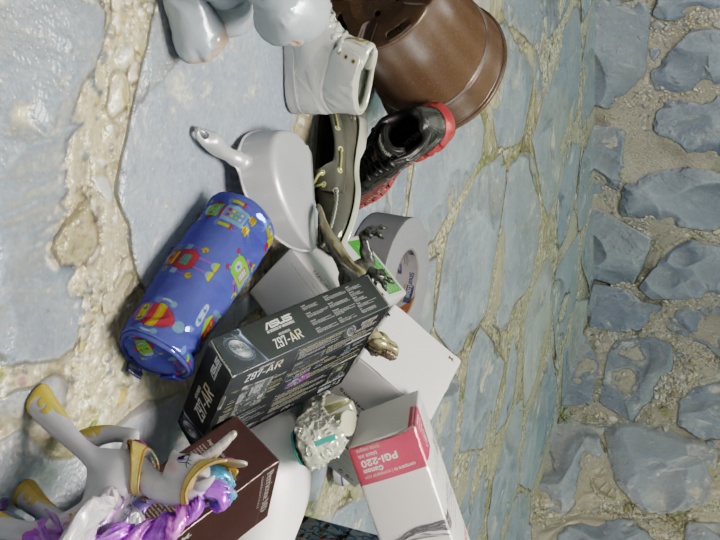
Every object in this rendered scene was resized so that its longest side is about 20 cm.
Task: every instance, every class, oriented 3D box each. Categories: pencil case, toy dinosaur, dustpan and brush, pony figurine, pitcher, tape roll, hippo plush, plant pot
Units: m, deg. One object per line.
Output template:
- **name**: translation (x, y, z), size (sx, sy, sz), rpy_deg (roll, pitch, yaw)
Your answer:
- **pencil case**: translation (-0.156, 0.017, 0.833), size (0.202, 0.077, 0.088), rpy_deg (-63, 144, -35)
- **toy dinosaur**: translation (0.000, 0.000, 0.936), size (0.047, 0.088, 0.203), rpy_deg (-11, 73, -38)
- **dustpan and brush**: translation (-0.111, -0.111, 0.925), size (0.200, 0.056, 0.142), rpy_deg (45, 38, -64)
- **pony figurine**: translation (-0.200, 0.190, 0.642), size (0.168, 0.196, 0.195), rpy_deg (69, 37, -50)
- **pitcher**: translation (-0.128, 0.267, 0.952), size (0.120, 0.170, 0.204), rpy_deg (16, 64, -34)
- **tape roll**: translation (0.043, 0.015, 1.310), size (0.200, 0.065, 0.205), rpy_deg (8, 90, -67)
- **hippo plush**: translation (-0.098, -0.284, 0.756), size (0.201, 0.158, 0.161), rpy_deg (65, 41, -53)
- **plant pot**: translation (0.069, -0.313, 1.119), size (0.198, 0.197, 0.204), rpy_deg (31, 70, -56)

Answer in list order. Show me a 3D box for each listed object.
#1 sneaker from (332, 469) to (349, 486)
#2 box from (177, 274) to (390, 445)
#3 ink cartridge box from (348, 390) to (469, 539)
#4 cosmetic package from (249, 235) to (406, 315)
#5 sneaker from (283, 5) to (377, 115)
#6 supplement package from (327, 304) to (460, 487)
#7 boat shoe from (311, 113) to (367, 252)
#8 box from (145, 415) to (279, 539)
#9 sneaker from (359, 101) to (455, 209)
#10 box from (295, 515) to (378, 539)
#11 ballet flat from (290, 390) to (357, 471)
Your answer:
- **sneaker**: translation (0.037, 0.260, 1.325), size (0.201, 0.112, 0.074), rpy_deg (-55, 147, -43)
- **box**: translation (-0.079, 0.097, 0.872), size (0.198, 0.044, 0.161), rpy_deg (-23, 155, -36)
- **ink cartridge box**: translation (0.060, 0.259, 0.958), size (0.146, 0.083, 0.203), rpy_deg (-49, 119, -81)
- **cosmetic package**: translation (-0.035, 0.029, 1.058), size (0.085, 0.108, 0.199), rpy_deg (-44, 170, 21)
- **sneaker**: translation (-0.031, -0.278, 0.973), size (0.074, 0.114, 0.204), rpy_deg (-41, 134, -53)
- **supplement package**: translation (0.019, 0.168, 1.127), size (0.201, 0.119, 0.122), rpy_deg (-51, 180, 41)
- **boat shoe**: translation (-0.035, -0.112, 1.049), size (0.059, 0.072, 0.205), rpy_deg (19, 59, -23)
- **box**: translation (-0.172, 0.234, 0.786), size (0.199, 0.075, 0.101), rpy_deg (-33, 149, -40)
- **sneaker**: translation (0.028, -0.148, 1.101), size (0.072, 0.199, 0.098), rpy_deg (59, 24, 10)
- **box**: translation (-0.064, 0.361, 1.016), size (0.137, 0.197, 0.041), rpy_deg (-46, 136, -51)
- **ballet flat**: translation (-0.032, 0.173, 0.950), size (0.200, 0.070, 0.073), rpy_deg (-72, 169, -85)
